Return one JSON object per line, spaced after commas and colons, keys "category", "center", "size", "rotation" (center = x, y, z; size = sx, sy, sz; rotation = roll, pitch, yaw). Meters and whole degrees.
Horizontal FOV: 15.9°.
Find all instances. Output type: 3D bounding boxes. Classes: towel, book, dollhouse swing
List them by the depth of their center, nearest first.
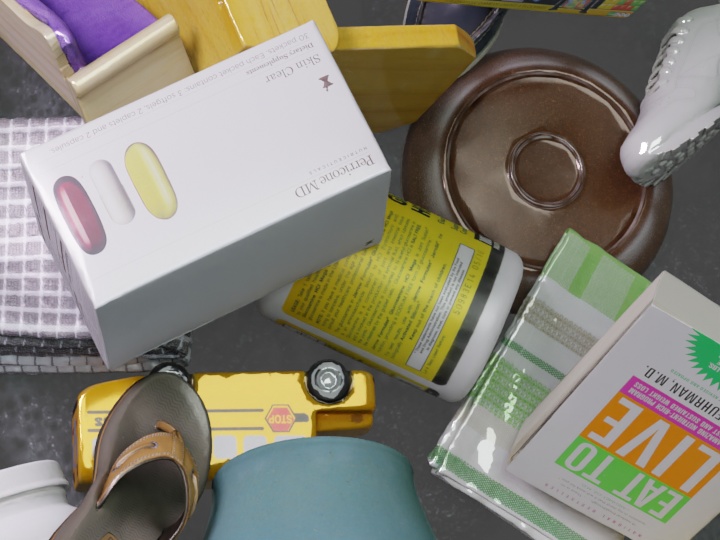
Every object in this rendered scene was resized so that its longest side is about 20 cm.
{"category": "book", "center": [0.199, 0.097, 1.659], "size": [0.133, 0.200, 0.048], "rotation": [31, 47, -4]}
{"category": "towel", "center": [-0.208, -0.019, 1.714], "size": [0.199, 0.086, 0.166], "rotation": [1, 75, -4]}
{"category": "dollhouse swing", "center": [-0.049, -0.180, 1.735], "size": [0.175, 0.200, 0.182], "rotation": [-19, 79, -23]}
{"category": "towel", "center": [0.151, 0.092, 1.773], "size": [0.149, 0.031, 0.200], "rotation": [34, 75, -12]}

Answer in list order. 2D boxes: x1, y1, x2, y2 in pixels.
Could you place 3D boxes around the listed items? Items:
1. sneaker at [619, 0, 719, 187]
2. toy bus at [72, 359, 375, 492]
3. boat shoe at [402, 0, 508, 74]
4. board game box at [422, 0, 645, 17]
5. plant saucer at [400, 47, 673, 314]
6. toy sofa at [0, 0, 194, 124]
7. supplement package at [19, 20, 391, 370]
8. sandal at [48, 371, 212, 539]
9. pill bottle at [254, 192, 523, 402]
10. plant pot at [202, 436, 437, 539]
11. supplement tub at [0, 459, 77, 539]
{"category": "sneaker", "center": [0.236, -0.134, 1.825], "size": [0.081, 0.076, 0.200], "rotation": [47, 53, 2]}
{"category": "toy bus", "center": [-0.091, 0.105, 1.720], "size": [0.199, 0.065, 0.079], "rotation": [-1, 76, -10]}
{"category": "boat shoe", "center": [0.092, -0.223, 1.835], "size": [0.075, 0.062, 0.200], "rotation": [34, 70, 4]}
{"category": "board game box", "center": [0.099, -0.258, 1.735], "size": [0.200, 0.057, 0.166], "rotation": [-1, 61, -39]}
{"category": "plant saucer", "center": [0.129, -0.067, 1.821], "size": [0.200, 0.032, 0.201], "rotation": [3, 75, -10]}
{"category": "toy sofa", "center": [-0.197, -0.175, 1.707], "size": [0.083, 0.098, 0.200], "rotation": [-33, 43, -15]}
{"category": "supplement package", "center": [-0.095, -0.044, 1.604], "size": [0.200, 0.156, 0.111], "rotation": [-26, 77, -9]}
{"category": "sandal", "center": [-0.139, 0.140, 1.610], "size": [0.082, 0.055, 0.200], "rotation": [46, 42, -13]}
{"category": "pill bottle", "center": [0.000, 0.000, 1.738], "size": [0.200, 0.112, 0.113], "rotation": [25, 73, -3]}
{"category": "plant pot", "center": [-0.025, 0.215, 1.645], "size": [0.199, 0.200, 0.188], "rotation": [0, 63, -10]}
{"category": "supplement tub", "center": [-0.213, 0.235, 1.627], "size": [0.140, 0.140, 0.200], "rotation": [-20, 80, -14]}
